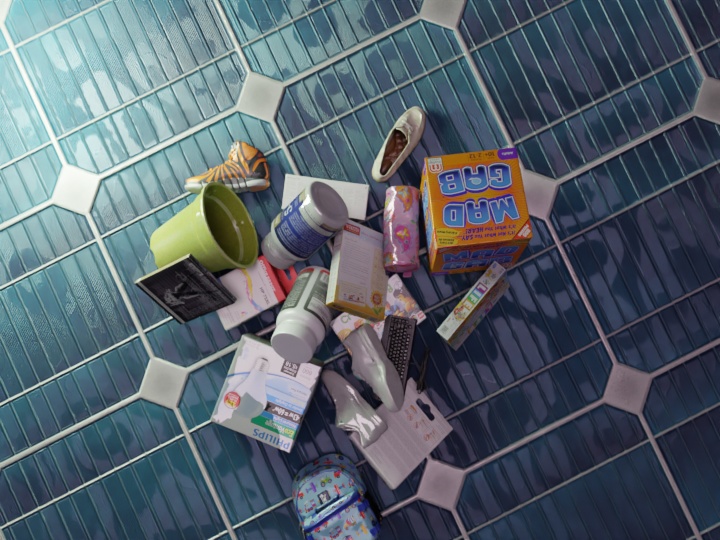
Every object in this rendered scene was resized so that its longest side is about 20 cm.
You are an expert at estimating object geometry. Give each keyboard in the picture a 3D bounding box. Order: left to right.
[{"bbox_3d":[0.102,0.211,1.443,0.124,0.021,0.204,9,91,-2],"label":"keyboard"}]

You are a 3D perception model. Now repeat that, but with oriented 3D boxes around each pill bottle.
[{"bbox_3d":[-0.130,-0.093,1.403,0.199,0.119,0.120,-39,88,31],"label":"pill bottle"},{"bbox_3d":[-0.118,0.097,1.382,0.112,0.115,0.202,22,46,1],"label":"pill bottle"}]

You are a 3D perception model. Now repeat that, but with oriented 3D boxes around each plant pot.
[{"bbox_3d":[-0.359,-0.067,1.403,0.182,0.200,0.204,-22,88,19],"label":"plant pot"}]

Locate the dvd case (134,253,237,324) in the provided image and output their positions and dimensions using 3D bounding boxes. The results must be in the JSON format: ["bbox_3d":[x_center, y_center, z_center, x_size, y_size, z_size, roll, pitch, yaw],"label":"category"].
[{"bbox_3d":[-0.388,0.046,1.393,0.198,0.016,0.149,-21,125,34],"label":"dvd case"}]

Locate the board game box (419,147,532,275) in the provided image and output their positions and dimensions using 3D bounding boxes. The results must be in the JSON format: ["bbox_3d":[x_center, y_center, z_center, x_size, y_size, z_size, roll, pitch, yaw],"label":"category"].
[{"bbox_3d":[0.241,-0.122,1.374,0.196,0.200,0.204,-6,73,0],"label":"board game box"}]

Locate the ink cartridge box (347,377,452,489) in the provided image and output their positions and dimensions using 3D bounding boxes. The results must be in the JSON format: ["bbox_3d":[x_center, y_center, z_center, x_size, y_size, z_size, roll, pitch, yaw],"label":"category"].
[{"bbox_3d":[0.092,0.377,1.465,0.199,0.050,0.162,-40,89,-20],"label":"ink cartridge box"}]

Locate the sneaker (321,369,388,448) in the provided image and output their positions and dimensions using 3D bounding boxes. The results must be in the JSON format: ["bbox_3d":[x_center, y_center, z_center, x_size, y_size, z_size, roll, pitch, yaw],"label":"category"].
[{"bbox_3d":[-0.034,0.311,1.416,0.088,0.076,0.200,-42,66,-13],"label":"sneaker"}]

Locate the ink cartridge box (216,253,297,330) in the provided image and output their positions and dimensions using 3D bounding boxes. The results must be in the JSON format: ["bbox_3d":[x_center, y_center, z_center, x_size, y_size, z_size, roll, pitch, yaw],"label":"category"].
[{"bbox_3d":[-0.244,0.041,1.456,0.198,0.067,0.118,-28,88,-1],"label":"ink cartridge box"}]

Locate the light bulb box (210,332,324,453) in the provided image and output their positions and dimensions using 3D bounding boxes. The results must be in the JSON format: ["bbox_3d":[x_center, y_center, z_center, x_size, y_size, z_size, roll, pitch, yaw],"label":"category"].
[{"bbox_3d":[-0.206,0.271,1.420,0.195,0.125,0.203,20,87,1],"label":"light bulb box"}]

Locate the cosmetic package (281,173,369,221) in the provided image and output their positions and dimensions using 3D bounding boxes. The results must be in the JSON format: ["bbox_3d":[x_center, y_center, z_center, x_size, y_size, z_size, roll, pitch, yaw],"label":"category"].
[{"bbox_3d":[-0.081,-0.169,1.471,0.196,0.051,0.084,8,91,1],"label":"cosmetic package"}]

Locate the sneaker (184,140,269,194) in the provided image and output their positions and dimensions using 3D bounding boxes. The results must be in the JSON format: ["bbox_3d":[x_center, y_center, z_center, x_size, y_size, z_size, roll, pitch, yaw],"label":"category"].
[{"bbox_3d":[-0.314,-0.239,1.469,0.196,0.078,0.114,-6,84,-11],"label":"sneaker"}]

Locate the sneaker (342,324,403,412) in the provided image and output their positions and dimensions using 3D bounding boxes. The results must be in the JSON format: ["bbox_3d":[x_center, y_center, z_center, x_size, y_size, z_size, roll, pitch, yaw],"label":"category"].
[{"bbox_3d":[0.026,0.229,1.408,0.088,0.075,0.203,-31,75,22],"label":"sneaker"}]

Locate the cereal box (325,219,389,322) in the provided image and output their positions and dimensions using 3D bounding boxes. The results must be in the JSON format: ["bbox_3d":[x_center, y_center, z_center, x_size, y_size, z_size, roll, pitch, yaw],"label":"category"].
[{"bbox_3d":[0.000,0.000,1.410,0.142,0.039,0.204,22,64,-31],"label":"cereal box"}]

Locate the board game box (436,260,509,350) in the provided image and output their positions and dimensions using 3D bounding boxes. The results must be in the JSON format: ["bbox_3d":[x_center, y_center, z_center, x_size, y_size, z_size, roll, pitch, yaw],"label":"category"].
[{"bbox_3d":[0.258,0.083,1.420,0.034,0.134,0.201,39,88,23],"label":"board game box"}]

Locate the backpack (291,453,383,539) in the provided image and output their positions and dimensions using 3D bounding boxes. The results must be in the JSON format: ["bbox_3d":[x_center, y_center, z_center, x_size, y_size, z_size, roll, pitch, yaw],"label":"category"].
[{"bbox_3d":[-0.062,0.527,1.408,0.180,0.135,0.203,-27,85,-2],"label":"backpack"}]

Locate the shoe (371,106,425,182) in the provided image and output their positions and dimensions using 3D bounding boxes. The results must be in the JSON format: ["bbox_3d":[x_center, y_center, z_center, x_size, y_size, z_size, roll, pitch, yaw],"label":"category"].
[{"bbox_3d":[0.094,-0.297,1.474,0.069,0.053,0.202,31,88,1],"label":"shoe"}]

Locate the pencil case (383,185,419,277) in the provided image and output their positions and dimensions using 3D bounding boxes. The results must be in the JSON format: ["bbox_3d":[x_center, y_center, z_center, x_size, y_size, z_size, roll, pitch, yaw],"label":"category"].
[{"bbox_3d":[0.095,-0.091,1.434,0.086,0.088,0.204,1,74,0],"label":"pencil case"}]

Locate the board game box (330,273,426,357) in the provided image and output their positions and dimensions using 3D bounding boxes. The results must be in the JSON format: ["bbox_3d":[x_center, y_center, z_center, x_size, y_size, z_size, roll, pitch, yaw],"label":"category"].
[{"bbox_3d":[0.040,0.116,1.469,0.199,0.035,0.127,-37,89,-1],"label":"board game box"}]
